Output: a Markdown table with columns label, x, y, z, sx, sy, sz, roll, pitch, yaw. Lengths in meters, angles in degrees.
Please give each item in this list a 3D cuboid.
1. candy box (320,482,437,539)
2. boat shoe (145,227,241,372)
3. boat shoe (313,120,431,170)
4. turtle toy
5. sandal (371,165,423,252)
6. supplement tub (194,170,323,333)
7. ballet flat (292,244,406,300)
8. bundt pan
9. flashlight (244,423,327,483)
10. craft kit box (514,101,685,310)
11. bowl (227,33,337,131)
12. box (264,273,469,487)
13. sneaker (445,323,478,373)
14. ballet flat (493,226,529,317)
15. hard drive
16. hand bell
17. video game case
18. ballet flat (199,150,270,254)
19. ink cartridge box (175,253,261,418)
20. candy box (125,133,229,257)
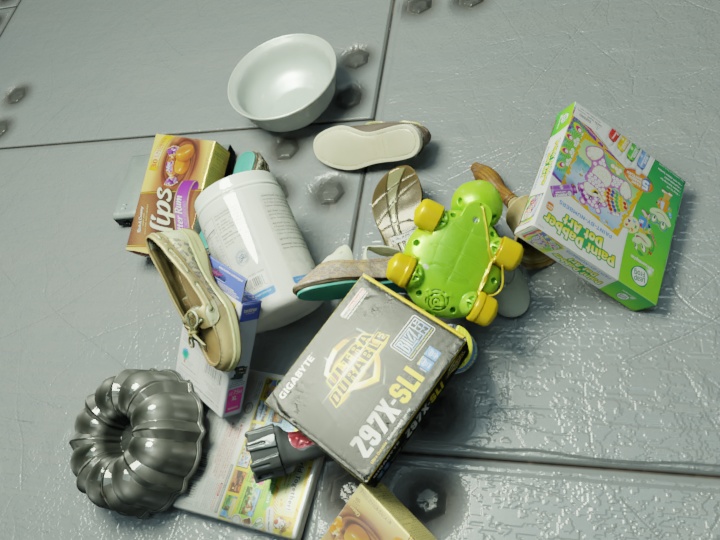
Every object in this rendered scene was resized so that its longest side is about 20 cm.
| label | x | y | z | sx | sy | sz | roll | pitch | yaw |
| --- | --- | --- | --- | --- | --- | --- | --- | --- | --- |
| candy box | 0.046 | 0.343 | 0.722 | 0.200 | 0.055 | 0.116 | 38 | 98 | 31 |
| boat shoe | -0.211 | 0.039 | 0.832 | 0.073 | 0.063 | 0.201 | -44 | 66 | 37 |
| boat shoe | 0.017 | -0.206 | 1.079 | 0.199 | 0.072 | 0.059 | 0 | 18 | 32 |
| turtle toy | 0.124 | -0.026 | 0.844 | 0.145 | 0.101 | 0.201 | 27 | 82 | 1 |
| sandal | 0.069 | -0.058 | 0.983 | 0.080 | 0.054 | 0.201 | -18 | 71 | 13 |
| supplement tub | -0.142 | -0.025 | 0.944 | 0.131 | 0.132 | 0.201 | -24 | 76 | 2 |
| ballet flat | 0.000 | 0.000 | 0.891 | 0.199 | 0.068 | 0.068 | -2 | 66 | -24 |
| bundt pan | -0.307 | 0.222 | 0.883 | 0.201 | 0.076 | 0.203 | -11 | 66 | 25 |
| flashlight | -0.043 | 0.197 | 0.829 | 0.199 | 0.068 | 0.068 | -14 | 36 | -5 |
| craft kit box | 0.312 | -0.082 | 0.851 | 0.199 | 0.048 | 0.198 | 30 | 69 | -14 |
| bowl | -0.124 | -0.312 | 1.169 | 0.200 | 0.090 | 0.202 | -8 | 57 | 13 |
| box | 0.009 | 0.125 | 0.787 | 0.159 | 0.049 | 0.200 | 32 | 76 | 25 |
| sneaker | 0.062 | 0.104 | 0.874 | 0.199 | 0.082 | 0.074 | 3 | 82 | 30 |
| ballet flat | 0.174 | -0.029 | 0.919 | 0.069 | 0.070 | 0.201 | -20 | 56 | 5 |
| hard drive | -0.324 | -0.149 | 1.168 | 0.199 | 0.033 | 0.140 | -4 | 59 | 15 |
| hand bell | 0.215 | -0.102 | 0.954 | 0.104 | 0.104 | 0.200 | -30 | 43 | -2 |
| video game case | -0.134 | 0.234 | 0.884 | 0.181 | 0.023 | 0.201 | 6 | 61 | 21 |
| ballet flat | -0.192 | -0.096 | 1.069 | 0.068 | 0.075 | 0.201 | 6 | 64 | 34 |
| ink cartridge box | -0.190 | 0.080 | 0.888 | 0.119 | 0.042 | 0.201 | 28 | 115 | 38 |
| candy box | -0.298 | -0.115 | 1.086 | 0.116 | 0.056 | 0.201 | 11 | 81 | 18 |
